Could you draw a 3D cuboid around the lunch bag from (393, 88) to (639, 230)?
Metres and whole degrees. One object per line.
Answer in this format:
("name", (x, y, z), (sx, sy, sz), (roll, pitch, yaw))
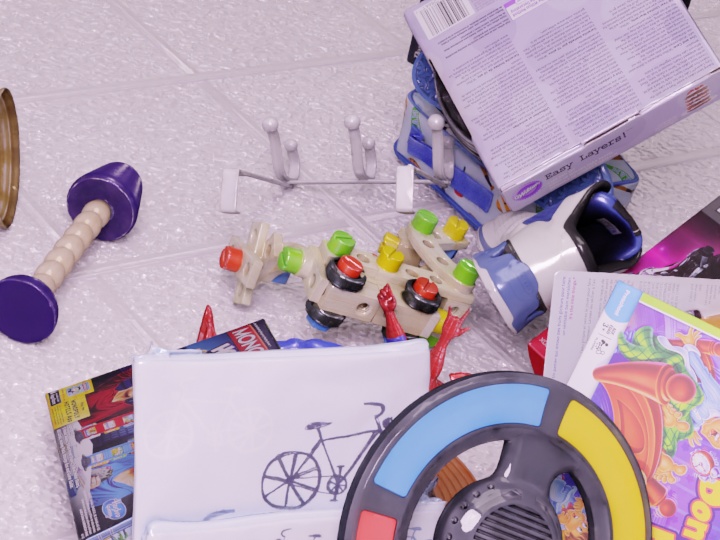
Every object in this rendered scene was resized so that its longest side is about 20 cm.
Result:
("lunch bag", (0.126, -0.092, 1.524), (0.160, 0.076, 0.200), (-15, 43, -36))

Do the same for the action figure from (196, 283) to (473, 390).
("action figure", (-0.004, 0.042, 1.206), (0.200, 0.099, 0.065), (15, 19, -10))

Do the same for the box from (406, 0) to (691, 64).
("box", (0.157, -0.209, 1.504), (0.200, 0.149, 0.107), (35, 41, 29))

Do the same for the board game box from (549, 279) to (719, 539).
("board game box", (0.175, 0.125, 1.082), (0.134, 0.200, 0.045), (26, 0, 19))

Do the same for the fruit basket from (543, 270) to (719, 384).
("fruit basket", (0.207, 0.094, 1.173), (0.200, 0.186, 0.094), (3, 8, -12))

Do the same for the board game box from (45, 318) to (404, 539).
("board game box", (-0.076, 0.106, 1.065), (0.199, 0.062, 0.200), (-18, 24, -8))

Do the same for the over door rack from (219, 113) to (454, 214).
("over door rack", (-0.011, -0.086, 1.380), (0.147, 0.067, 0.200), (0, 9, 12))

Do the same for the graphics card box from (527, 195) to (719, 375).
("graphics card box", (0.235, 0.043, 1.280), (0.200, 0.051, 0.125), (-35, 49, -11))

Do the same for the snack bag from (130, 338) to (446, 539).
("snack bag", (-0.037, 0.136, 0.990), (0.188, 0.200, 0.021), (-1, 6, -25))

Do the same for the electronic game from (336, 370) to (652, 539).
("electronic game", (0.079, 0.157, 1.008), (0.200, 0.200, 0.042), (-2, 3, -25))

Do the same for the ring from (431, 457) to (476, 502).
("ring", (-0.015, 0.148, 1.135), (0.200, 0.019, 0.201), (10, 32, -6))

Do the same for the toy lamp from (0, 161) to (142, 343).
("toy lamp", (-0.207, -0.020, 1.288), (0.058, 0.058, 0.200), (19, 33, 7))

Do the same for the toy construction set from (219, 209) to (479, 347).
("toy construction set", (0.000, 0.000, 1.303), (0.200, 0.092, 0.131), (3, 35, -17))

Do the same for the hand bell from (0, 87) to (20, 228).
("hand bell", (-0.360, -0.085, 1.317), (0.200, 0.104, 0.104), (1, 32, 0))

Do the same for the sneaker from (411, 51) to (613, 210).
("sneaker", (0.130, -0.112, 1.435), (0.200, 0.070, 0.078), (44, 15, 16))

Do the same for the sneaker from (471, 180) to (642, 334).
("sneaker", (0.151, -0.013, 1.319), (0.115, 0.081, 0.199), (-26, 5, 9))

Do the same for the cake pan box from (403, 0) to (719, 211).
("cake pan box", (0.151, -0.165, 1.359), (0.200, 0.052, 0.184), (-30, 61, 5))
